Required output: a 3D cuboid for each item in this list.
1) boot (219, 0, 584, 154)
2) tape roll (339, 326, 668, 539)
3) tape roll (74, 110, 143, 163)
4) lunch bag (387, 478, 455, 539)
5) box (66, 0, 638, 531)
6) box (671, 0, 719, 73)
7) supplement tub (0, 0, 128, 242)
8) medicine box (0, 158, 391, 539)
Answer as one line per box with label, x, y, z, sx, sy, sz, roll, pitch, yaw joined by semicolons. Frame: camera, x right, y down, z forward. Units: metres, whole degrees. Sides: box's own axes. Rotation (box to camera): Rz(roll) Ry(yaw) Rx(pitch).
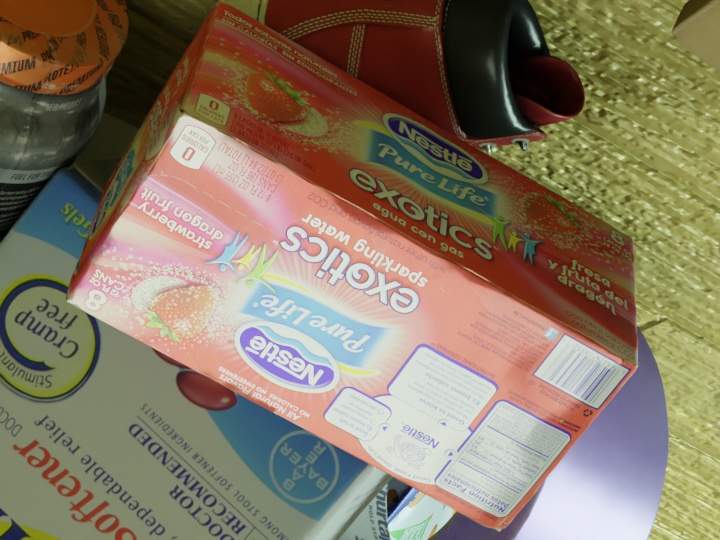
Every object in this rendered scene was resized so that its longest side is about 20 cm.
boot;0.024;-0.051;0.952;0.143;0.073;0.200;9;148;12
tape roll;0.037;0.081;1.029;0.199;0.201;0.085;-8;154;40
tape roll;-0.144;0.022;1.050;0.201;0.204;0.037;9;-178;16
lunch bag;-0.019;0.146;1.220;0.124;0.200;0.170;43;166;25
box;0.000;0.000;0.873;0.199;0.095;0.103;28;120;-12
box;0.226;-0.082;0.756;0.163;0.021;0.200;34;148;-13
supplement tub;-0.189;-0.060;0.950;0.122;0.123;0.200;29;128;-22
medicine box;-0.105;0.085;0.965;0.182;0.200;0.103;42;-168;8
